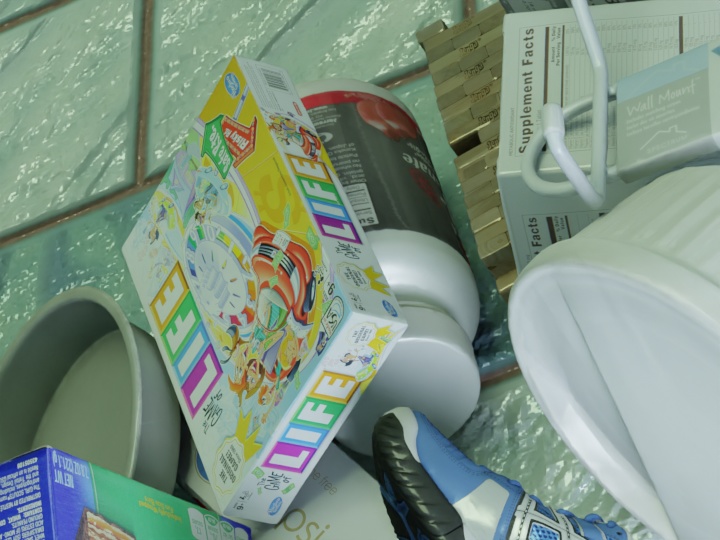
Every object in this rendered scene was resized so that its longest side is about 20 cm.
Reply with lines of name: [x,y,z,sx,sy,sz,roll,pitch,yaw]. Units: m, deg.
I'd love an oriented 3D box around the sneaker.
sneaker: [0.080,0.137,1.336,0.077,0.076,0.200,-37,73,-15]

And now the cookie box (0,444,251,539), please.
cookie box: [-0.111,0.202,1.331,0.075,0.171,0.201,-21,62,26]

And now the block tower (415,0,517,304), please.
block tower: [0.081,-0.063,1.558,0.058,0.054,0.201,-28,42,11]

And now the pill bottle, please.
pill bottle: [0.000,0.000,1.516,0.110,0.111,0.201,-29,42,11]

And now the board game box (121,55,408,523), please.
board game box: [-0.052,0.007,1.452,0.135,0.034,0.200,-58,37,28]

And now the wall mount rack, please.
wall mount rack: [0.146,-0.118,1.305,0.199,0.075,0.174,-21,39,22]

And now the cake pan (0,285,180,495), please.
cake pan: [-0.153,0.110,1.525,0.200,0.037,0.202,-33,49,48]

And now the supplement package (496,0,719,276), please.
supplement package: [0.171,-0.057,1.403,0.199,0.110,0.114,-4,48,11]

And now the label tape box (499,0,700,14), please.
label tape box: [0.174,-0.126,1.476,0.199,0.144,0.063,11,60,42]

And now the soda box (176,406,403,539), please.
soda box: [-0.031,0.119,1.468,0.068,0.064,0.200,-44,40,-7]

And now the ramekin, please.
ramekin: [0.169,0.043,1.297,0.202,0.203,0.094,18,54,45]
